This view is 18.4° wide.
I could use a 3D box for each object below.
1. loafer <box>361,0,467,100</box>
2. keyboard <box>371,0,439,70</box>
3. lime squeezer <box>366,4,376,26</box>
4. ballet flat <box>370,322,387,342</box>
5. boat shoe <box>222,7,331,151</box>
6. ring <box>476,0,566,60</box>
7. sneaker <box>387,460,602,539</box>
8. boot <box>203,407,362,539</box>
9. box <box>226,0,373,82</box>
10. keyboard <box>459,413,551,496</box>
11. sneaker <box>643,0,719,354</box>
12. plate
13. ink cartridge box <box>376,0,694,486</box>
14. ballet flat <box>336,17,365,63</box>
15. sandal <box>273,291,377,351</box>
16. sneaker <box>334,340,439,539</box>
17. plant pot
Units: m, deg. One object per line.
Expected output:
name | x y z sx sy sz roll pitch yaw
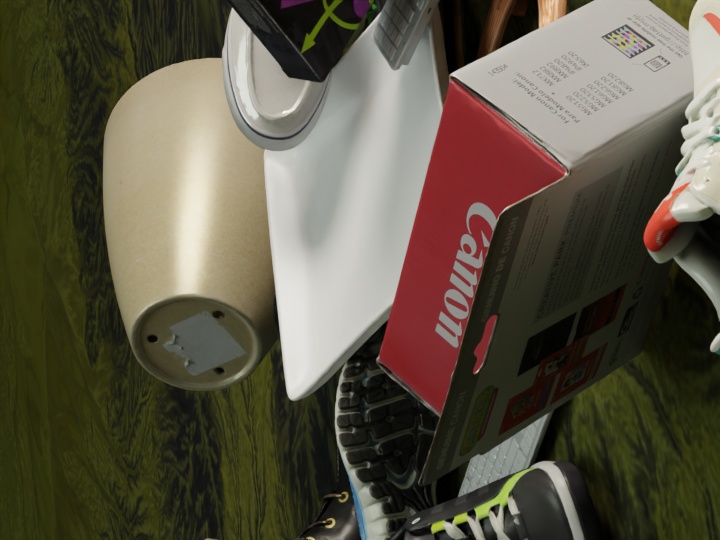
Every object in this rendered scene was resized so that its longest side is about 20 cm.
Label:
loafer | 0.040 -0.187 1.406 0.072 0.072 0.202 8 108 49
keyboard | 0.056 -0.215 1.311 0.201 0.011 0.056 -64 31 19
lime squeezer | -0.019 -0.164 1.460 0.070 0.199 0.038 -25 50 39
ballet flat | -0.002 0.010 1.542 0.201 0.072 0.072 111 150 -50
boat shoe | -0.042 -0.177 1.386 0.066 0.071 0.201 113 169 -78
ring | 0.089 -0.097 1.258 0.200 0.019 0.202 -171 90 -81
sneaker | 0.069 0.167 1.316 0.200 0.082 0.072 -35 73 61
boot | -0.040 0.194 1.587 0.073 0.149 0.202 151 113 -70
box | -0.018 -0.232 1.302 0.036 0.143 0.201 12 65 41
keyboard | 0.088 0.119 1.378 0.201 0.011 0.057 104 155 -45
sneaker | 0.166 -0.047 0.981 0.070 0.093 0.201 115 146 -57
plate | 0.008 -0.047 1.361 0.200 0.032 0.201 -44 42 42
ink cartridge box | 0.081 -0.015 1.099 0.084 0.175 0.201 40 139 26
ballet flat | -0.016 -0.212 1.558 0.201 0.071 0.072 107 152 -49
sandal | 0.000 -0.001 1.454 0.076 0.043 0.200 46 131 2
sneaker | 0.018 0.149 1.523 0.090 0.078 0.202 138 126 -72
plant pot | -0.105 -0.017 1.595 0.201 0.186 0.188 -86 6 -48
